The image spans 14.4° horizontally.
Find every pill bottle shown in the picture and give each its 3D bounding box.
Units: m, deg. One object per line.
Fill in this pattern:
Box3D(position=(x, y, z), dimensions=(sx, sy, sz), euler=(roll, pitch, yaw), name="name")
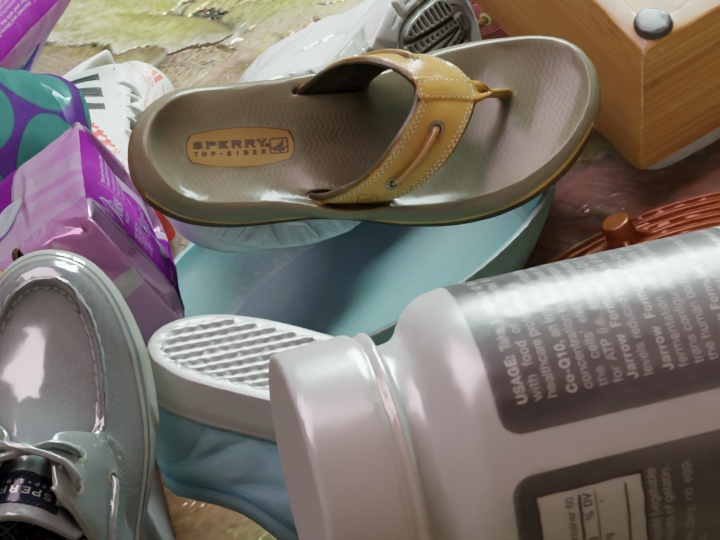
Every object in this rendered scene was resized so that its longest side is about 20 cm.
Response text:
Box3D(position=(0.076, 0.052, 0.965), dimensions=(0.199, 0.114, 0.114), euler=(-12, 27, -8), name="pill bottle")

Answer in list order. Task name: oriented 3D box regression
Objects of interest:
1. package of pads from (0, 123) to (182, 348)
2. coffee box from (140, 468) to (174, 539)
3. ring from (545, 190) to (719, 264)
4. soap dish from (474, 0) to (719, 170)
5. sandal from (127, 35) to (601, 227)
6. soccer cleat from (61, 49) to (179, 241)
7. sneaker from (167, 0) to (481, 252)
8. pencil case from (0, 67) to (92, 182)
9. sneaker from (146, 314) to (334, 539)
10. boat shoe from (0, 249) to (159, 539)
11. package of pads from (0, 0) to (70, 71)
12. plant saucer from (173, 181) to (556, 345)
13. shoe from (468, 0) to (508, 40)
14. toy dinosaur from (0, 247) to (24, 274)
Box3D(position=(-0.173, 0.035, 1.232), dimensions=(0.200, 0.076, 0.121), euler=(-38, 23, 8), name="package of pads")
Box3D(position=(-0.177, 0.125, 1.134), dimensions=(0.200, 0.080, 0.113), euler=(-24, 28, 2), name="coffee box")
Box3D(position=(0.124, 0.021, 1.129), dimensions=(0.200, 0.019, 0.201), euler=(-20, 29, 12), name="ring")
Box3D(position=(0.160, -0.149, 1.272), dimensions=(0.200, 0.081, 0.157), euler=(-30, 53, -12), name="soap dish")
Box3D(position=(0.004, -0.061, 1.174), dimensions=(0.199, 0.054, 0.081), euler=(-6, 66, -7), name="sandal")
Box3D(position=(-0.122, -0.066, 1.433), dimensions=(0.085, 0.069, 0.200), euler=(-41, 25, -9), name="soccer cleat")
Box3D(position=(-0.030, -0.061, 1.279), dimensions=(0.099, 0.078, 0.200), euler=(-12, 18, 44), name="sneaker")
Box3D(position=(-0.212, -0.052, 1.293), dimensions=(0.092, 0.200, 0.085), euler=(-51, 60, 28), name="pencil case")
Box3D(position=(0.010, 0.080, 1.082), dimensions=(0.200, 0.082, 0.074), euler=(19, 36, 25), name="sneaker")
Box3D(position=(-0.112, 0.090, 1.030), dimensions=(0.070, 0.201, 0.072), euler=(-1, -7, 4), name="boat shoe")
Box3D(position=(-0.224, -0.096, 1.471), dimensions=(0.121, 0.076, 0.200), euler=(-53, 3, -35), name="package of pads")
Box3D(position=(0.000, 0.000, 1.242), dimensions=(0.200, 0.036, 0.200), euler=(-22, 24, 10), name="plant saucer")
Box3D(position=(0.036, -0.134, 1.390), dimensions=(0.200, 0.091, 0.072), euler=(-16, 29, 17), name="shoe")
Box3D(position=(-0.206, 0.022, 1.094), dimensions=(0.200, 0.136, 0.102), euler=(16, 7, -11), name="toy dinosaur")
